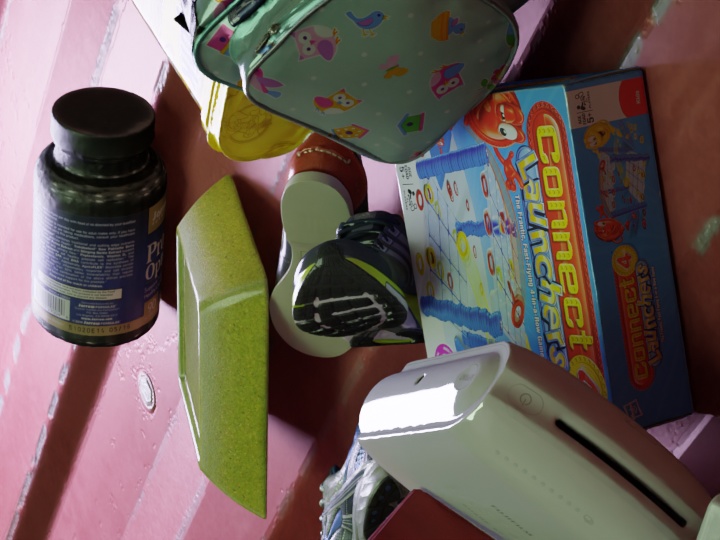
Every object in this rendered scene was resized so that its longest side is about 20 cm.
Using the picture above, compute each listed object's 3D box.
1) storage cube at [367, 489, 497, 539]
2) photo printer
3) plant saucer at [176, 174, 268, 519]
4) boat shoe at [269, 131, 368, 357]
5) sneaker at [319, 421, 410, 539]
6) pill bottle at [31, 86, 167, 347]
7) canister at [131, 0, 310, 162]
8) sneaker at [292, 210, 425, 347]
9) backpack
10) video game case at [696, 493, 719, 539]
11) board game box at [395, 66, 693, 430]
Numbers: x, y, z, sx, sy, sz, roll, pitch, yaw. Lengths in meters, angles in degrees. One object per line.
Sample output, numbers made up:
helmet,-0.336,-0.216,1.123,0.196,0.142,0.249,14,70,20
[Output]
storage cube,0.042,0.269,1.174,0.170,0.180,0.201,30,142,19
photo printer,0.099,0.112,1.150,0.166,0.070,0.200,38,163,-12
plant saucer,-0.108,0.056,1.570,0.200,0.048,0.201,-114,23,-61
boat shoe,-0.025,-0.017,1.442,0.201,0.071,0.063,90,-171,-49
sneaker,0.006,0.184,1.476,0.085,0.077,0.201,62,142,44
pill bottle,-0.218,-0.046,1.725,0.112,0.111,0.201,46,139,44
canister,-0.099,-0.198,1.475,0.200,0.086,0.149,56,145,36
sneaker,0.000,0.000,1.317,0.200,0.073,0.081,38,-137,-75
backpack,0.011,-0.171,1.169,0.200,0.175,0.154,-49,42,22
video game case,0.229,0.235,1.032,0.181,0.023,0.201,27,118,26
board game box,0.101,-0.012,1.222,0.196,0.056,0.201,1,102,61
